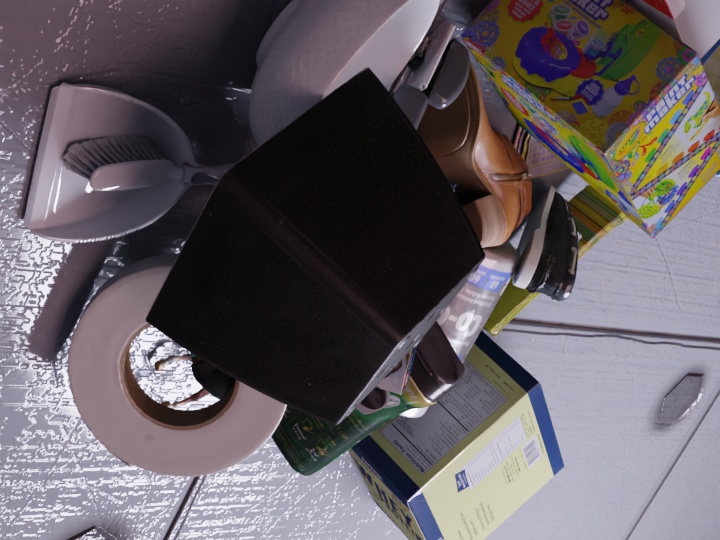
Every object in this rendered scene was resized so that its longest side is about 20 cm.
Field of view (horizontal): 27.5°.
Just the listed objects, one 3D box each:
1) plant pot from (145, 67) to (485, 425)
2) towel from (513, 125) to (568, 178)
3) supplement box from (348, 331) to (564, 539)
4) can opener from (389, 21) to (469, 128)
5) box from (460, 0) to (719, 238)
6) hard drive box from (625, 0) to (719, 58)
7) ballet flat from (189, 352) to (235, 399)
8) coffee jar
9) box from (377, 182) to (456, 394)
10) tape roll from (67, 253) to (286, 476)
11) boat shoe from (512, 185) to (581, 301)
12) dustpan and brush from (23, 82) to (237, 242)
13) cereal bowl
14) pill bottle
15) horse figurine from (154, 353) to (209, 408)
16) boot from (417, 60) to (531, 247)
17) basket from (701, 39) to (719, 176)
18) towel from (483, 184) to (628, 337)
[{"bbox_3d":[-0.021,-0.004,1.173,0.199,0.177,0.201,-42,171,-42],"label":"plant pot"},{"bbox_3d":[0.233,-0.191,1.562,0.142,0.023,0.202,-13,131,-37],"label":"towel"},{"bbox_3d":[0.107,0.204,1.693,0.199,0.134,0.201,-39,143,-12],"label":"supplement box"},{"bbox_3d":[0.046,-0.138,1.319,0.066,0.053,0.201,35,67,-16],"label":"can opener"},{"bbox_3d":[0.227,-0.167,1.382,0.122,0.200,0.193,-45,147,1],"label":"box"},{"bbox_3d":[0.236,-0.298,1.321,0.077,0.200,0.156,-46,143,-1],"label":"hard drive box"},{"bbox_3d":[-0.061,0.057,1.339,0.199,0.069,0.068,-30,-173,12],"label":"ballet flat"},{"bbox_3d":[0.001,0.114,1.461,0.199,0.105,0.085,-31,-176,17],"label":"coffee jar"},{"bbox_3d":[0.000,0.000,1.372,0.038,0.135,0.203,-47,151,-73],"label":"box"},{"bbox_3d":[-0.158,0.086,1.299,0.200,0.037,0.206,0,110,1],"label":"tape roll"},{"bbox_3d":[0.204,-0.026,1.563,0.201,0.060,0.076,-66,-179,-57],"label":"boat shoe"},{"bbox_3d":[-0.168,-0.085,1.219,0.198,0.057,0.141,-8,128,-41],"label":"dustpan and brush"},{"bbox_3d":[-0.026,-0.182,1.229,0.200,0.083,0.200,-47,173,-8],"label":"cereal bowl"},{"bbox_3d":[0.072,0.044,1.534,0.113,0.114,0.202,7,117,-48],"label":"pill bottle"},{"bbox_3d":[-0.127,0.057,1.398,0.131,0.050,0.202,-12,133,-31],"label":"horse figurine"},{"bbox_3d":[0.122,-0.126,1.458,0.155,0.076,0.203,-27,103,-60],"label":"boot"},{"bbox_3d":[0.363,-0.176,1.591,0.200,0.138,0.178,-53,158,-51],"label":"basket"},{"bbox_3d":[0.201,-0.013,1.626,0.200,0.086,0.018,-42,121,0],"label":"towel"}]
